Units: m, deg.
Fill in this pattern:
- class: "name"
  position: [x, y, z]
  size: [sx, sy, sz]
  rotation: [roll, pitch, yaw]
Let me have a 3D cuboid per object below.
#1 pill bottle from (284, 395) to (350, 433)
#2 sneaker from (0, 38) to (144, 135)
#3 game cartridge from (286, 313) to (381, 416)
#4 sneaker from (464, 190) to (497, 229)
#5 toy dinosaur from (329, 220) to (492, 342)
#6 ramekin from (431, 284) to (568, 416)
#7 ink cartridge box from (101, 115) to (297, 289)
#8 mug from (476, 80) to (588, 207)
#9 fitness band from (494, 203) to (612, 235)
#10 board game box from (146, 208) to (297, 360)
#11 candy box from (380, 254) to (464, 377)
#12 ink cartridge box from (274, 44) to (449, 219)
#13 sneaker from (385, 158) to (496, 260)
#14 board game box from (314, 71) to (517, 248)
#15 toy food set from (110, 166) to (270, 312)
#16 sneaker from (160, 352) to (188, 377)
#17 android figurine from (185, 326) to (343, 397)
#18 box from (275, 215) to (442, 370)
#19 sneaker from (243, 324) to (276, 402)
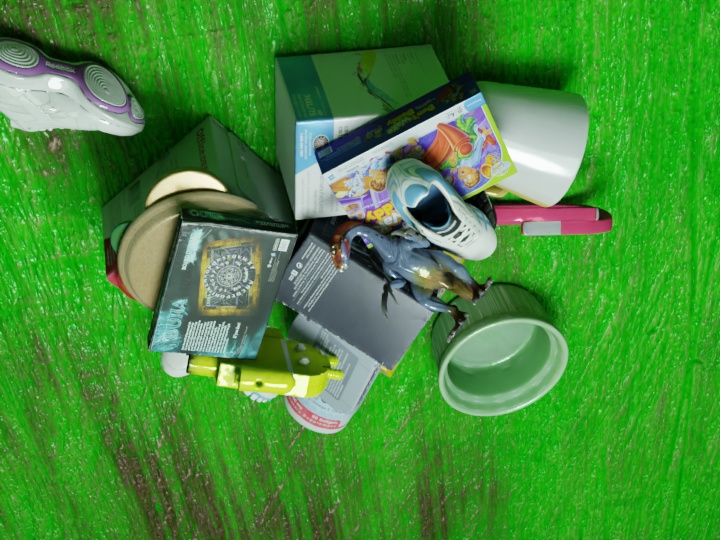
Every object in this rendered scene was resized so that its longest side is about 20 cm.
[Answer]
- class: "pill bottle"
  position: [-0.027, 0.134, 1.710]
  size: [0.108, 0.109, 0.200]
  rotation: [13, 125, -24]
- class: "sneaker"
  position: [-0.350, -0.199, 1.362]
  size: [0.199, 0.075, 0.100]
  rotation: [20, 136, -24]
- class: "game cartridge"
  position: [-0.037, 0.111, 1.577]
  size: [0.133, 0.040, 0.200]
  rotation: [36, 148, 8]
- class: "sneaker"
  position: [0.128, -0.085, 1.514]
  size: [0.087, 0.200, 0.076]
  rotation: [30, 95, -37]
- class: "toy dinosaur"
  position: [0.052, 0.003, 1.379]
  size: [0.181, 0.200, 0.105]
  rotation: [36, 96, 7]
- class: "ramekin"
  position: [0.202, 0.115, 1.763]
  size: [0.199, 0.098, 0.200]
  rotation: [-8, 132, -9]
- class: "ink cartridge box"
  position: [-0.203, -0.059, 1.470]
  size: [0.200, 0.146, 0.145]
  rotation: [-38, 128, 18]
- class: "mug"
  position: [0.182, -0.156, 1.499]
  size: [0.153, 0.150, 0.187]
  rotation: [13, 119, -15]
- class: "fitness band"
  position: [0.243, -0.073, 1.588]
  size: [0.199, 0.144, 0.038]
  rotation: [-1, 98, -16]
- class: "board game box"
  position: [-0.164, 0.020, 1.366]
  size: [0.135, 0.028, 0.200]
  rotation: [7, 128, -20]
- class: "candy box"
  position: [0.083, 0.055, 1.629]
  size: [0.026, 0.102, 0.200]
  rotation: [32, 84, 8]
- class: "ink cartridge box"
  position: [0.006, -0.170, 1.429]
  size: [0.199, 0.146, 0.147]
  rotation: [-7, 132, -11]
- class: "sneaker"
  position: [0.098, -0.056, 1.347]
  size: [0.072, 0.073, 0.200]
  rotation: [-37, 138, 16]
- class: "board game box"
  position: [0.066, -0.125, 1.356]
  size: [0.200, 0.045, 0.135]
  rotation: [-27, 134, 7]
- class: "toy food set"
  position: [-0.192, -0.019, 1.377]
  size: [0.200, 0.049, 0.198]
  rotation: [29, 118, -33]
- class: "sneaker"
  position: [-0.210, 0.052, 1.568]
  size: [0.200, 0.075, 0.100]
  rotation: [-56, 170, 1]
- class: "android figurine"
  position: [-0.122, 0.116, 1.496]
  size: [0.199, 0.182, 0.041]
  rotation: [8, 106, -10]
- class: "box"
  position: [0.000, 0.000, 1.492]
  size: [0.182, 0.200, 0.104]
  rotation: [33, 114, -8]
- class: "sneaker"
  position: [-0.157, 0.113, 1.684]
  size: [0.087, 0.075, 0.200]
  rotation: [-32, 131, 5]
